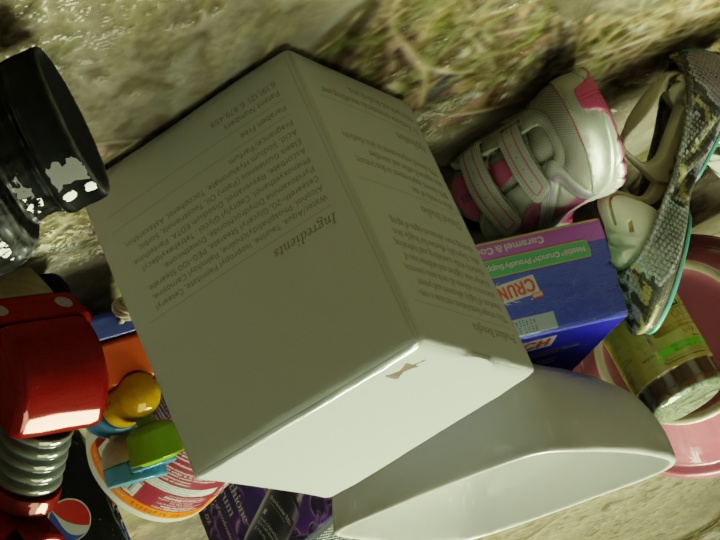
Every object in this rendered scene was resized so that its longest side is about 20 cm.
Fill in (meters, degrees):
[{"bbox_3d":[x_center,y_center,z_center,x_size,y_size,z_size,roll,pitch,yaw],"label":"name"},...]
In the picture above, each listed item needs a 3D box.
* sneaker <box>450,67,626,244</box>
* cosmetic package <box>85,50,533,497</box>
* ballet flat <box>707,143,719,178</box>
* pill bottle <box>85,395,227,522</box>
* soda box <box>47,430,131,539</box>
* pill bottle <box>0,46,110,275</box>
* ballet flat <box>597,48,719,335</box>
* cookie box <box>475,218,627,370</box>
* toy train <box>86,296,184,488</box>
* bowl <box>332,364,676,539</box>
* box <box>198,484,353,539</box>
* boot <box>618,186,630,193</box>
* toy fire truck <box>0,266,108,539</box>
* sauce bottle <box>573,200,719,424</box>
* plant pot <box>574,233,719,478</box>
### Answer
[{"bbox_3d":[0.111,-0.062,1.603,0.088,0.082,0.200,-17,158,-25],"label":"sneaker"},{"bbox_3d":[-0.031,0.007,1.434,0.166,0.200,0.167,-32,158,19],"label":"cosmetic package"},{"bbox_3d":[0.275,-0.108,1.723,0.069,0.070,0.200,-20,156,-12],"label":"ballet flat"},{"bbox_3d":[-0.108,0.089,1.686,0.109,0.110,0.200,-9,155,-37],"label":"pill bottle"},{"bbox_3d":[-0.200,0.226,1.790,0.071,0.200,0.063,-23,162,-4],"label":"soda box"},{"bbox_3d":[-0.236,-0.034,1.225,0.200,0.112,0.112,-26,160,3],"label":"pill bottle"},{"bbox_3d":[0.198,-0.058,1.625,0.072,0.072,0.201,19,90,-63],"label":"ballet flat"},{"bbox_3d":[0.068,0.048,1.634,0.171,0.075,0.200,-12,163,-19],"label":"cookie box"},{"bbox_3d":[-0.145,0.075,1.544,0.084,0.116,0.200,-18,175,-20],"label":"toy train"},{"bbox_3d":[0.093,0.122,1.623,0.199,0.075,0.200,-24,159,30],"label":"bowl"},{"bbox_3d":[-0.039,0.145,1.856,0.104,0.148,0.200,-7,153,-38],"label":"box"},{"bbox_3d":[0.124,0.004,1.802,0.199,0.073,0.182,-23,175,14],"label":"boot"},{"bbox_3d":[-0.212,0.119,1.455,0.128,0.200,0.176,-7,127,-40],"label":"toy fire truck"},{"bbox_3d":[0.183,0.010,1.691,0.065,0.200,0.065,-26,161,-9],"label":"sauce bottle"},{"bbox_3d":[0.258,0.064,1.889,0.200,0.200,0.179,-28,169,8],"label":"plant pot"}]
